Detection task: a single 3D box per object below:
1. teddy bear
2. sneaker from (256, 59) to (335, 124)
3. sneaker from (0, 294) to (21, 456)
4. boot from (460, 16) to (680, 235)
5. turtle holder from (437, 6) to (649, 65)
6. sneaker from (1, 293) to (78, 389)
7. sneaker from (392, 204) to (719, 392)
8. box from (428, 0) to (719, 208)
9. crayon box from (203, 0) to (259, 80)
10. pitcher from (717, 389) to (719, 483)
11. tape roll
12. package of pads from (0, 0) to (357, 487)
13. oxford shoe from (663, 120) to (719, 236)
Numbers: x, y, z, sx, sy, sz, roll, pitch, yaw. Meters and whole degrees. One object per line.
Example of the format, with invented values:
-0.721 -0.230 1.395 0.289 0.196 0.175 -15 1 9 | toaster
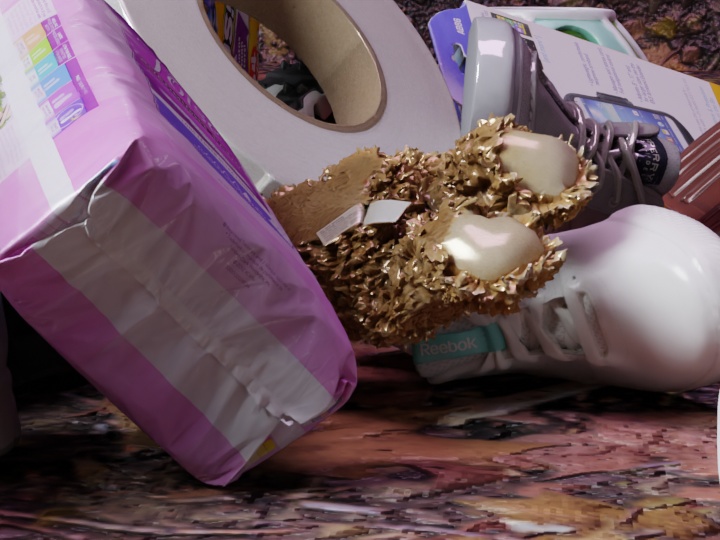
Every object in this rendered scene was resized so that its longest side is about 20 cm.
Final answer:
0.000 0.000 0.913 0.199 0.067 0.145 -22 33 18 | teddy bear
-0.075 -0.016 1.119 0.200 0.091 0.066 -36 29 -31 | sneaker
-0.155 0.029 0.739 0.074 0.087 0.200 2 9 2 | sneaker
0.091 -0.057 1.028 0.095 0.074 0.200 5 -9 4 | boot
0.087 -0.087 1.386 0.185 0.132 0.141 2 9 9 | turtle holder
-0.179 0.011 0.910 0.114 0.077 0.199 3 5 25 | sneaker
0.064 0.020 0.931 0.088 0.076 0.200 -20 13 -33 | sneaker
0.122 -0.075 1.260 0.199 0.042 0.119 14 36 -21 | box
-0.095 -0.101 1.231 0.058 0.201 0.173 2 9 9 | crayon box
0.224 0.043 0.647 0.199 0.122 0.171 -18 38 -34 | pitcher
-0.041 -0.093 1.071 0.037 0.203 0.202 -44 -19 32 | tape roll
-0.079 -0.020 0.821 0.076 0.121 0.200 -39 28 3 | package of pads
0.196 -0.025 1.158 0.070 0.075 0.200 -39 15 16 | oxford shoe
